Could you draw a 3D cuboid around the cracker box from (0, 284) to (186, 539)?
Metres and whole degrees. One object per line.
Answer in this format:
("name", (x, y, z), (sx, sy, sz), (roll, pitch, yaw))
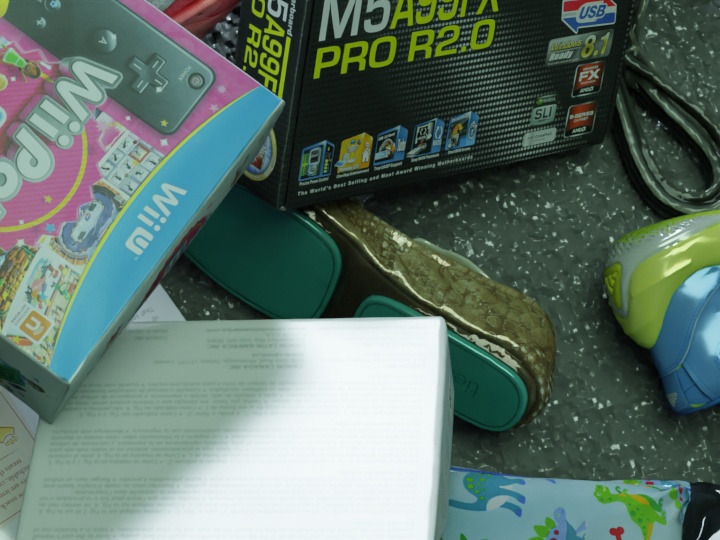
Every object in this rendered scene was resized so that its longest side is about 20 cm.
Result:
("cracker box", (-0.141, 0.048, 1.169), (0.134, 0.058, 0.200), (-31, 77, -22))

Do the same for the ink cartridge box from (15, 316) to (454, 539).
("ink cartridge box", (-0.048, 0.103, 1.051), (0.159, 0.047, 0.201), (-1, 47, 6))

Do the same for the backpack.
("backpack", (0.055, 0.151, 1.134), (0.199, 0.154, 0.164), (5, 71, 11))

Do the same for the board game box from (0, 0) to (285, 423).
("board game box", (-0.153, -0.062, 1.072), (0.200, 0.064, 0.148), (36, 68, 0))

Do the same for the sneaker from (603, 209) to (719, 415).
("sneaker", (0.209, 0.012, 1.256), (0.199, 0.076, 0.106), (-15, 87, -13))

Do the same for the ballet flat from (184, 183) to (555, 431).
("ballet flat", (0.000, 0.000, 1.224), (0.200, 0.071, 0.065), (34, 39, 1))

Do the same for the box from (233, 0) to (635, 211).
("box", (0.038, -0.120, 1.189), (0.199, 0.161, 0.044), (-13, 34, -39))

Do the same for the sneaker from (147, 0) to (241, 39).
("sneaker", (-0.091, -0.123, 1.187), (0.074, 0.087, 0.200), (39, 109, -11))

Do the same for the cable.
("cable", (0.116, -0.118, 1.291), (0.097, 0.050, 0.201), (-7, 69, -17))
